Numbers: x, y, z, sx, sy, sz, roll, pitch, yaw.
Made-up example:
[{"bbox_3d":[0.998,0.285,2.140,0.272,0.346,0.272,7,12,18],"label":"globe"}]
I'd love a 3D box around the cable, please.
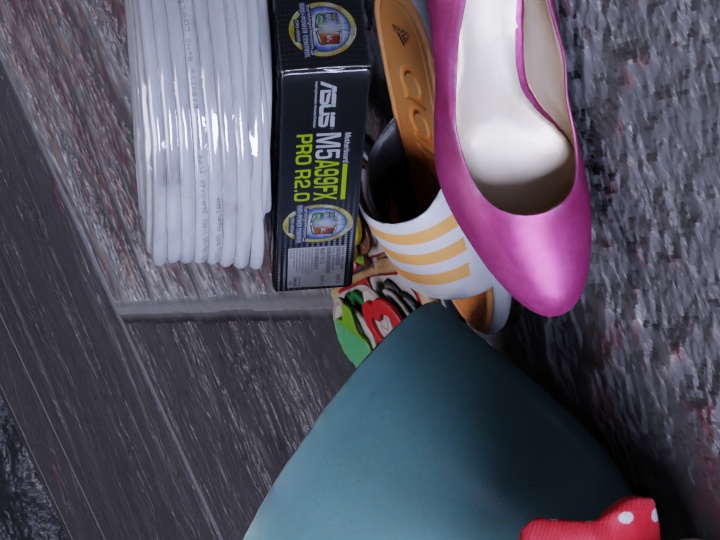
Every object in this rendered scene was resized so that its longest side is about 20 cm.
[{"bbox_3d":[-0.083,-0.100,1.052,0.200,0.069,0.200,93,172,-46],"label":"cable"}]

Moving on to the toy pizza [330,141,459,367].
[{"bbox_3d":[0.000,0.000,1.272,0.200,0.032,0.200,54,160,30],"label":"toy pizza"}]

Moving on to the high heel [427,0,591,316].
[{"bbox_3d":[0.069,-0.073,0.914,0.096,0.067,0.201,-152,52,-79],"label":"high heel"}]

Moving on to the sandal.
[{"bbox_3d":[0.023,-0.052,1.087,0.079,0.059,0.207,39,150,54],"label":"sandal"}]

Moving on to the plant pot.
[{"bbox_3d":[0.050,0.143,1.073,0.161,0.201,0.201,33,155,12],"label":"plant pot"}]

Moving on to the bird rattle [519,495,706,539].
[{"bbox_3d":[0.120,0.182,0.968,0.112,0.163,0.201,18,118,35],"label":"bird rattle"}]

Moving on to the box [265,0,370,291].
[{"bbox_3d":[-0.028,-0.107,1.082,0.200,0.044,0.161,96,170,-58],"label":"box"}]
